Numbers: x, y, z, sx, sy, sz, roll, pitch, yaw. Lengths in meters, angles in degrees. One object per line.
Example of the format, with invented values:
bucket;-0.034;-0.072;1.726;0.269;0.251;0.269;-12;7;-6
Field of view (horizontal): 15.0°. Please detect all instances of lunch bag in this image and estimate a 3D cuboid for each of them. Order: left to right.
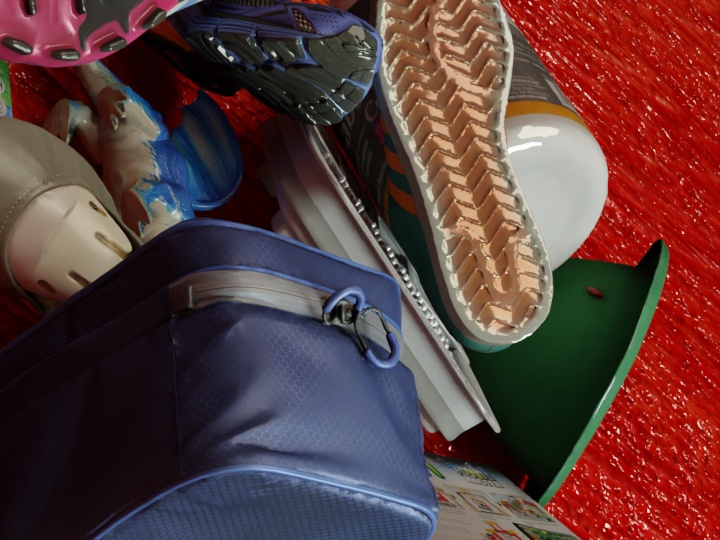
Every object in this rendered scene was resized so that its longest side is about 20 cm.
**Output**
lunch bag;-0.066;0.063;1.114;0.135;0.200;0.133;21;47;-42

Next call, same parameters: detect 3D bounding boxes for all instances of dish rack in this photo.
dish rack;0.000;0.000;1.359;0.172;0.043;0.200;58;2;-15

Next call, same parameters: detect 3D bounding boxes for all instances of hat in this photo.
hat;0.054;0.017;1.476;0.175;0.166;0.200;28;5;-1

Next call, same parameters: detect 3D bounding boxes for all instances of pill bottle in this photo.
pill bottle;0.041;-0.090;1.449;0.116;0.116;0.200;28;23;-44

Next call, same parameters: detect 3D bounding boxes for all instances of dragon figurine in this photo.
dragon figurine;-0.097;-0.052;1.301;0.099;0.059;0.201;6;62;-56

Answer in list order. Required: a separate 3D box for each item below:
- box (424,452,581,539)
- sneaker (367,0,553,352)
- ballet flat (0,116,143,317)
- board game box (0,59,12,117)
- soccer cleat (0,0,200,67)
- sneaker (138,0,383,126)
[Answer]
box;0.037;0.127;1.331;0.110;0.035;0.200;39;14;36
sneaker;0.037;-0.058;1.310;0.071;0.080;0.201;-9;85;-17
ballet flat;-0.114;0.000;1.175;0.068;0.064;0.200;-54;144;-11
board game box;-0.228;-0.134;1.168;0.165;0.057;0.201;24;48;-45
soccer cleat;-0.117;-0.139;1.235;0.199;0.086;0.070;-22;117;-40
sneaker;-0.046;-0.126;1.315;0.075;0.200;0.079;36;83;-32
